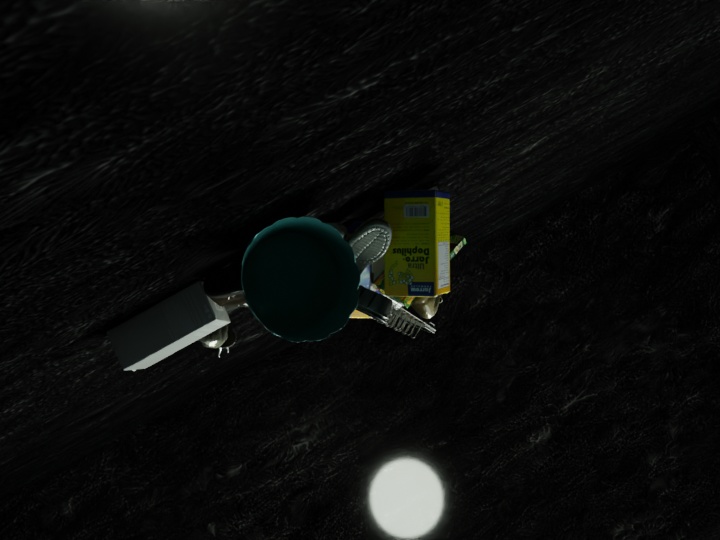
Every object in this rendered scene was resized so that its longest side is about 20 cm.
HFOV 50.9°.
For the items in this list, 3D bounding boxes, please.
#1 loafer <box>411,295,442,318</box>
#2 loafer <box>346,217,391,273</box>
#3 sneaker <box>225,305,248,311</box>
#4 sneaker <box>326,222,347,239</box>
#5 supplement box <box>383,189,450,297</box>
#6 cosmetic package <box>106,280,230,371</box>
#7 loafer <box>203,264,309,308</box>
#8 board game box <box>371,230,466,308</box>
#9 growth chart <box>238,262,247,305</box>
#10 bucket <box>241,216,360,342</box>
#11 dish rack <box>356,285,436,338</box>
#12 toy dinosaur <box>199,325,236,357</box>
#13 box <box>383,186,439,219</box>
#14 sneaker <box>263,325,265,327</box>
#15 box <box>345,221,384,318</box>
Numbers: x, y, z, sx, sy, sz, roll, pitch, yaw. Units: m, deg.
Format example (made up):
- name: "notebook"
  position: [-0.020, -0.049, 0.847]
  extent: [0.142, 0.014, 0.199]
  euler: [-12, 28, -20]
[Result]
- name: "loafer"
  position: [0.143, 0.043, 1.660]
  extent: [0.075, 0.068, 0.200]
  euler: [-16, -161, 23]
- name: "loafer"
  position: [-0.004, -0.045, 1.470]
  extent: [0.074, 0.071, 0.200]
  euler: [24, 138, -20]
- name: "sneaker"
  position: [-0.219, 0.048, 1.533]
  extent: [0.198, 0.080, 0.075]
  euler: [-31, 172, 30]
- name: "sneaker"
  position: [-0.092, -0.018, 1.478]
  extent: [0.076, 0.081, 0.200]
  euler: [17, 144, -23]
- name: "supplement box"
  position: [0.112, -0.054, 1.486]
  extent: [0.108, 0.204, 0.109]
  euler: [0, -178, 21]
- name: "cosmetic package"
  position: [-0.353, 0.104, 1.405]
  extent: [0.197, 0.091, 0.107]
  euler: [-25, 173, 0]
- name: "loafer"
  position: [-0.181, 0.023, 1.369]
  extent: [0.196, 0.074, 0.072]
  euler: [-6, 148, -2]
- name: "board game box"
  position: [0.124, -0.016, 1.609]
  extent: [0.200, 0.104, 0.024]
  euler: [-47, 136, -19]
- name: "growth chart"
  position: [-0.170, 0.035, 1.449]
  extent: [0.144, 0.018, 0.199]
  euler: [-37, 137, 27]
- name: "bucket"
  position: [-0.106, 0.015, 1.261]
  extent: [0.205, 0.210, 0.135]
  euler: [-26, -176, -13]
- name: "dish rack"
  position: [0.057, 0.089, 1.559]
  extent: [0.199, 0.152, 0.055]
  euler: [33, 84, -42]
- name: "toy dinosaur"
  position: [-0.315, 0.126, 1.611]
  extent: [0.076, 0.104, 0.200]
  euler: [-28, 174, 4]
- name: "box"
  position: [0.105, -0.109, 1.726]
  extent: [0.115, 0.061, 0.200]
  euler: [-25, 172, -23]
- name: "sneaker"
  position: [-0.160, 0.069, 1.928]
  extent: [0.201, 0.077, 0.146]
  euler: [-37, -179, 2]
- name: "box"
  position: [0.000, 0.000, 1.604]
  extent: [0.118, 0.204, 0.041]
  euler: [3, -164, -39]
